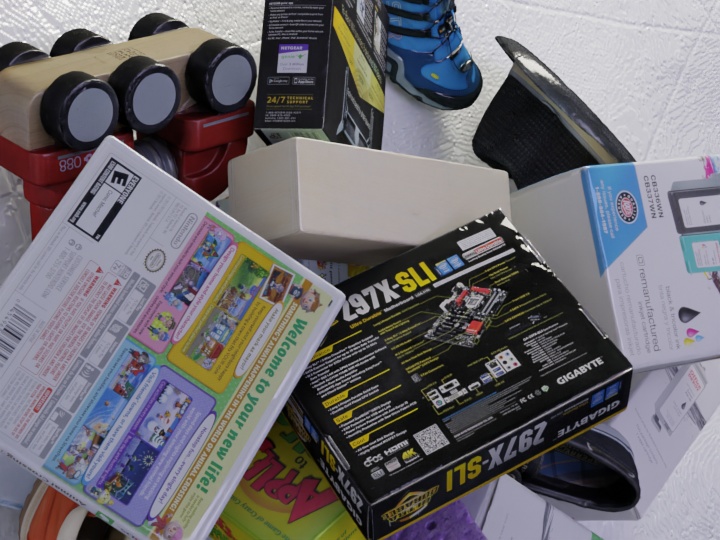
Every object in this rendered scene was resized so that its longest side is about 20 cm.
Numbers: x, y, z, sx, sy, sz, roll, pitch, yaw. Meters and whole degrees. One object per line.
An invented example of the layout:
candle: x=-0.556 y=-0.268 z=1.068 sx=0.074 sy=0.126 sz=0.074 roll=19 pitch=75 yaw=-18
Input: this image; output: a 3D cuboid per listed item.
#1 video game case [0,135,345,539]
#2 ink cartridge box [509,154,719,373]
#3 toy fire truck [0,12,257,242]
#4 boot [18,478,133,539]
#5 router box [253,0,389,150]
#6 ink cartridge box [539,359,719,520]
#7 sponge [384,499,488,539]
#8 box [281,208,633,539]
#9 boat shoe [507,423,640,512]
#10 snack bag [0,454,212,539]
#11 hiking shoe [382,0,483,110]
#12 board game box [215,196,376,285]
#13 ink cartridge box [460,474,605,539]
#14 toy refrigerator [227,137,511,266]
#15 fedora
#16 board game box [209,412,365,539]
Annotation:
video game case: x=-0.130 y=0.046 z=0.989 sx=0.181 sy=0.022 sz=0.201 roll=34 pitch=65 yaw=-6
ink cartridge box: x=0.217 y=0.000 z=1.235 sx=0.198 sy=0.146 sz=0.149 roll=-7 pitch=83 yaw=-31
toy fire truck: x=-0.150 y=-0.052 z=1.112 sx=0.175 sy=0.128 sz=0.202 roll=-20 pitch=124 yaw=-39
boot: x=-0.145 y=0.111 z=1.014 sx=0.074 sy=0.107 sz=0.202 roll=21 pitch=94 yaw=-21
router box: x=-0.024 y=-0.147 z=1.200 sx=0.200 sy=0.052 sz=0.159 roll=51 pitch=42 yaw=-72
ink cartridge box: x=0.207 y=0.116 z=1.377 sx=0.200 sy=0.146 sz=0.083 roll=-45 pitch=113 yaw=-38
sponge: x=0.015 y=0.174 z=1.100 sx=0.111 sy=0.201 sz=0.030 roll=-33 pitch=138 yaw=-2
box: x=0.051 y=0.062 z=1.057 sx=0.198 sy=0.160 sz=0.050 roll=-25 pitch=142 yaw=-18
boat shoe: x=0.120 y=0.128 z=1.201 sx=0.198 sy=0.057 sz=0.069 roll=16 pitch=115 yaw=-19
snack bag: x=-0.135 y=0.085 z=1.082 sx=0.187 sy=0.021 sz=0.202 roll=20 pitch=98 yaw=-28
hiking shoe: x=0.046 y=-0.212 z=1.322 sx=0.201 sy=0.086 sz=0.075 roll=52 pitch=53 yaw=-24
board game box: x=0.000 y=0.000 z=1.234 sx=0.199 sy=0.102 sz=0.106 roll=8 pitch=76 yaw=-41
ink cartridge box: x=0.078 y=0.196 z=1.209 sx=0.200 sy=0.145 sz=0.085 roll=38 pitch=70 yaw=-50
toy refrigerator: x=0.010 y=-0.045 z=1.131 sx=0.199 sy=0.076 sz=0.071 roll=5 pitch=78 yaw=-41
fedora: x=0.152 y=-0.105 z=1.374 sx=0.092 sy=0.201 sz=0.200 roll=-44 pitch=120 yaw=6
board game box: x=-0.008 y=0.117 z=1.083 sx=0.200 sy=0.101 sz=0.048 roll=-39 pitch=142 yaw=-28
